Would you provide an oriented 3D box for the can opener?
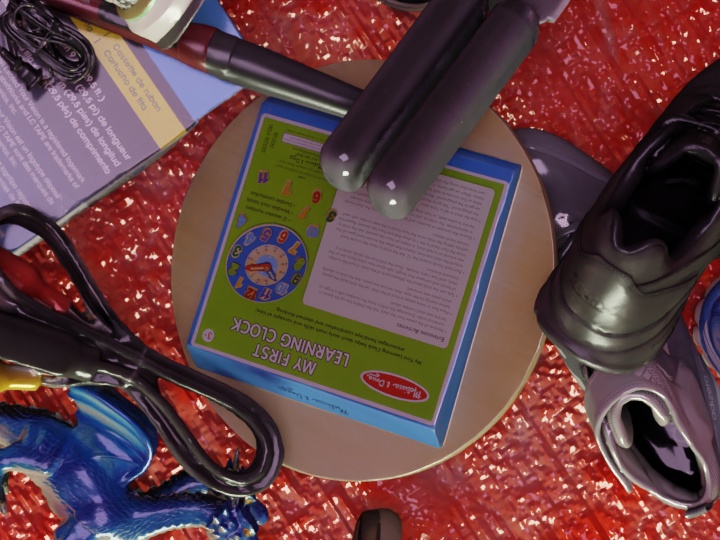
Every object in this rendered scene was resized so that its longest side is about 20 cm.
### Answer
[{"bbox_3d":[0.056,-0.103,1.092,0.053,0.067,0.200,30,72,19],"label":"can opener"}]

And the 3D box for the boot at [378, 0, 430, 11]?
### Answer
[{"bbox_3d":[-0.004,-0.220,1.070,0.073,0.154,0.204,-27,90,-8],"label":"boot"}]

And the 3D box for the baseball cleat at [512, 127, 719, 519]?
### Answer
[{"bbox_3d":[0.117,0.022,1.104,0.070,0.106,0.200,-35,88,15],"label":"baseball cleat"}]

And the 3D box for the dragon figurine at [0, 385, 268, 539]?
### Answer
[{"bbox_3d":[-0.133,0.085,1.146,0.099,0.059,0.200,-45,93,3],"label":"dragon figurine"}]

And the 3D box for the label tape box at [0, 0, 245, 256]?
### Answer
[{"bbox_3d":[-0.165,-0.093,1.134,0.200,0.063,0.145,-34,91,-3],"label":"label tape box"}]

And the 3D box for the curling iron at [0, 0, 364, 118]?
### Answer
[{"bbox_3d":[-0.074,-0.093,1.095,0.199,0.026,0.050,12,106,-6],"label":"curling iron"}]

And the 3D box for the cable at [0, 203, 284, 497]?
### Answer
[{"bbox_3d":[-0.123,0.036,1.101,0.199,0.050,0.098,22,82,-19],"label":"cable"}]

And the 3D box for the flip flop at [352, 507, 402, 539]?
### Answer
[{"bbox_3d":[0.024,0.215,1.143,0.057,0.081,0.201,-1,88,-11],"label":"flip flop"}]

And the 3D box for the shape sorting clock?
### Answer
[{"bbox_3d":[0.000,0.000,1.124,0.199,0.039,0.201,-4,80,22],"label":"shape sorting clock"}]

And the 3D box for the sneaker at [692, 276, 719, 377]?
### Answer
[{"bbox_3d":[0.247,0.070,1.108,0.199,0.089,0.079,29,96,1],"label":"sneaker"}]

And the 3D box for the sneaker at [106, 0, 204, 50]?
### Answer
[{"bbox_3d":[-0.106,-0.202,1.064,0.088,0.077,0.201,18,56,-31],"label":"sneaker"}]

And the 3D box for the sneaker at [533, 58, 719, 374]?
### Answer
[{"bbox_3d":[0.154,-0.041,1.069,0.076,0.091,0.200,29,52,8],"label":"sneaker"}]
